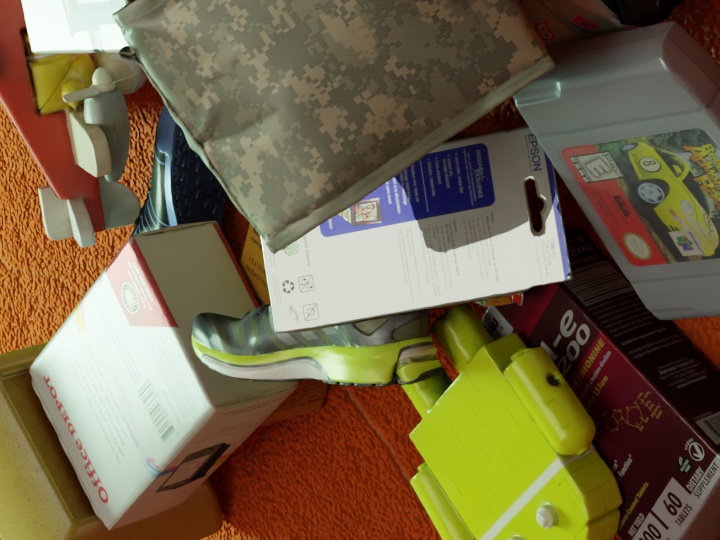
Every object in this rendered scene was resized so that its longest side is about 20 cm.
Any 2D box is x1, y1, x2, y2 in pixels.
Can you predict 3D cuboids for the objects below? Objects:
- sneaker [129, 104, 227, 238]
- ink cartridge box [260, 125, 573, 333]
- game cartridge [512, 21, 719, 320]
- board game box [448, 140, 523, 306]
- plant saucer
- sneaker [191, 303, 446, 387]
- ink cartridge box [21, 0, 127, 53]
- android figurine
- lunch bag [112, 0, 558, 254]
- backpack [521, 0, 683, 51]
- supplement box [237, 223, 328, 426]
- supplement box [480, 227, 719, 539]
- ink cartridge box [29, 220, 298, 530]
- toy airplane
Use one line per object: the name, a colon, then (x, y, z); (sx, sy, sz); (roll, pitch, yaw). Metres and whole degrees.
sneaker: (-0.145, -0.041, 1.654); (0.078, 0.070, 0.201); (13, 113, 39)
ink cartridge box: (0.035, -0.024, 1.323); (0.199, 0.039, 0.100); (-10, 86, 23)
game cartridge: (0.185, -0.052, 1.247); (0.133, 0.041, 0.200); (-10, 126, 43)
board game box: (0.055, -0.038, 1.417); (0.200, 0.030, 0.096); (-159, 60, -65)
plant saucer: (-0.214, 0.134, 1.690); (0.048, 0.200, 0.200); (-45, 70, 41)
sneaker: (-0.030, 0.032, 1.421); (0.199, 0.074, 0.081); (0, 92, 36)
ink cartridge box: (-0.128, -0.206, 1.523); (0.200, 0.145, 0.085); (6, 108, 46)
android figurine: (0.096, 0.125, 1.386); (0.200, 0.041, 0.182); (59, 143, 17)
lunch bag: (-0.018, -0.128, 1.188); (0.164, 0.200, 0.118); (56, -176, -10)
backpack: (0.114, -0.223, 1.265); (0.126, 0.167, 0.200); (-21, 100, 54)
supplement box: (-0.049, 0.016, 1.571); (0.067, 0.069, 0.200); (41, 132, 34)
supplement box: (0.162, 0.081, 1.368); (0.200, 0.061, 0.109); (48, 133, 27)
ink cartridge box: (-0.149, 0.078, 1.594); (0.200, 0.085, 0.148); (-47, 65, 48)
toy airplane: (-0.218, -0.120, 1.660); (0.200, 0.141, 0.199); (53, 172, 24)
